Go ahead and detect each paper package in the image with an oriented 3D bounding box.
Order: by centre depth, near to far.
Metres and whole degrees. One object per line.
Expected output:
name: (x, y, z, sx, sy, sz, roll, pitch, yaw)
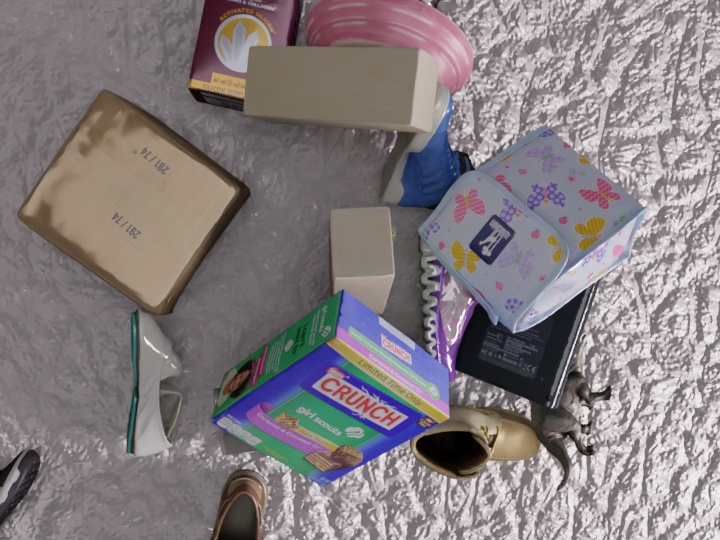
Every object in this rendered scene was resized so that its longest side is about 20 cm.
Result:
paper package: (-0.264, -0.079, 0.851, 0.199, 0.103, 0.191, 35, 88, -4)

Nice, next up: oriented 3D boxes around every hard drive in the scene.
hard drive: (0.212, 0.054, 0.895, 0.139, 0.033, 0.201, 19, 91, 30)

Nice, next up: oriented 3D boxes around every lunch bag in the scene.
lunch bag: (0.191, -0.044, 0.807, 0.199, 0.127, 0.170, -33, 60, -12)

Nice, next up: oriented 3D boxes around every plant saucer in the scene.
plant saucer: (0.028, -0.240, 0.818, 0.199, 0.201, 0.051, 17, 75, -5)

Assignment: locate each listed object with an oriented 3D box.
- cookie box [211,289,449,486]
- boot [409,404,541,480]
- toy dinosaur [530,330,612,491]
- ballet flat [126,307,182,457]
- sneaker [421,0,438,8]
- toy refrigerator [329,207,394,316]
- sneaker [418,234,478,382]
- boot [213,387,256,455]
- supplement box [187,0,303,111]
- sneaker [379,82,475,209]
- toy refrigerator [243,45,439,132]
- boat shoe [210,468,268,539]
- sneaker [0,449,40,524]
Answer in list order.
cookie box: (-0.031, 0.135, 0.770, 0.171, 0.076, 0.200, 38, 123, -26)
boot: (0.145, 0.210, 0.866, 0.198, 0.155, 0.073, 14, 91, -5)
toy dinosaur: (0.258, 0.177, 0.912, 0.102, 0.077, 0.201, 22, 78, -1)
ballet flat: (-0.250, 0.137, 0.867, 0.069, 0.070, 0.202, 7, 110, -5)
sneaker: (0.045, -0.359, 0.889, 0.115, 0.076, 0.201, 26, 79, 0)
toy refrigerator: (0.000, 0.000, 0.814, 0.069, 0.200, 0.077, -3, 73, -3)
sneaker: (0.119, 0.041, 0.891, 0.088, 0.080, 0.202, -1, 89, 1)
boot: (-0.081, 0.149, 0.880, 0.198, 0.073, 0.183, 3, 109, 0)
supplement box: (-0.133, -0.299, 0.862, 0.109, 0.086, 0.202, 11, 91, -5)
sneaker: (0.100, -0.138, 0.843, 0.110, 0.200, 0.077, 11, 57, -10)
toy refrigerator: (-0.022, -0.194, 0.759, 0.199, 0.070, 0.077, 8, 96, 25)
boat shoe: (-0.161, 0.355, 0.888, 0.075, 0.072, 0.202, 6, 91, -5)
sneaker: (-0.478, 0.291, 0.860, 0.083, 0.072, 0.200, 38, 89, -4)
